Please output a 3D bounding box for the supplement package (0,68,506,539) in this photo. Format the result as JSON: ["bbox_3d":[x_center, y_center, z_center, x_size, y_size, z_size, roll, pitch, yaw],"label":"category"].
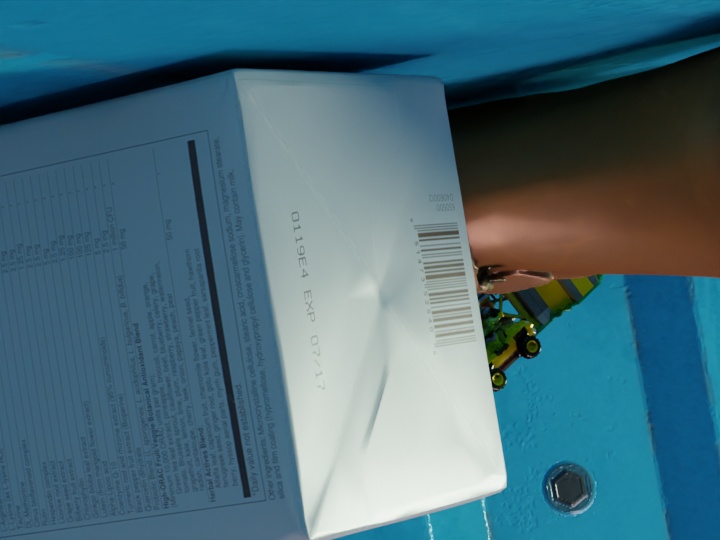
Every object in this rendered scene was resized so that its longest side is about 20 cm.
[{"bbox_3d":[-0.080,0.021,0.702,0.199,0.114,0.109,-10,178,29],"label":"supplement package"}]

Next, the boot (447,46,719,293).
[{"bbox_3d":[0.046,-0.022,0.801,0.154,0.074,0.200,-6,175,-10],"label":"boot"}]

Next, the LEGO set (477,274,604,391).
[{"bbox_3d":[0.000,0.000,1.183,0.154,0.116,0.200,-40,-169,-15],"label":"LEGO set"}]
